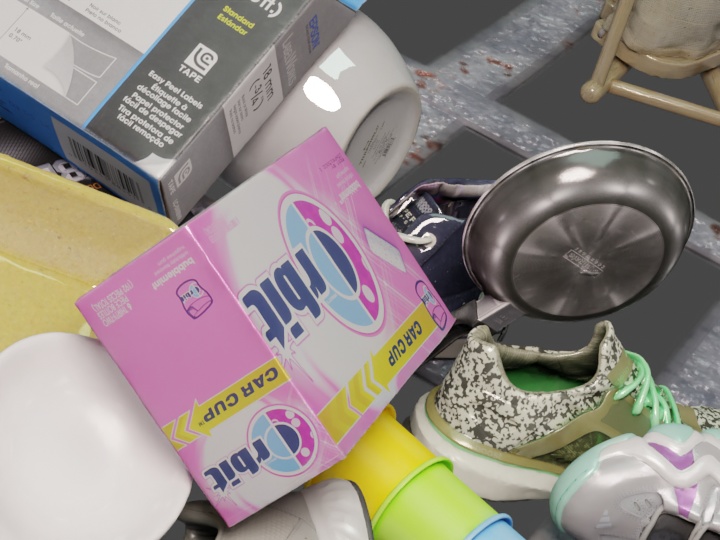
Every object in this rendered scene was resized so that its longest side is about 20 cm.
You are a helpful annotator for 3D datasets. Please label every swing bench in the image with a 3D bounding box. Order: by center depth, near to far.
[{"bbox_3d":[0.244,-0.222,1.389,0.129,0.200,0.200,18,33,0],"label":"swing bench"}]

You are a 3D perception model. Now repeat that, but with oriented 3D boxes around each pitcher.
[{"bbox_3d":[-0.057,-0.137,1.151,0.200,0.172,0.121,33,21,23],"label":"pitcher"}]

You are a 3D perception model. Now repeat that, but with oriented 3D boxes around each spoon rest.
[{"bbox_3d":[-0.127,0.108,0.808,0.099,0.061,0.201,30,53,-12],"label":"spoon rest"}]

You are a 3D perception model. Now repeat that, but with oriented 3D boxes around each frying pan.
[{"bbox_3d":[0.072,-0.001,0.990,0.189,0.115,0.031,-22,45,9],"label":"frying pan"}]

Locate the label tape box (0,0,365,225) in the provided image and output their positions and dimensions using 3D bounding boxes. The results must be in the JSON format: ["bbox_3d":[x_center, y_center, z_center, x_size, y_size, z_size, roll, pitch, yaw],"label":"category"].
[{"bbox_3d":[-0.095,-0.141,1.064,0.144,0.063,0.200,33,71,17],"label":"label tape box"}]

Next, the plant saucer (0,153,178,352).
[{"bbox_3d":[-0.188,0.038,0.883,0.199,0.048,0.201,21,55,-18],"label":"plant saucer"}]

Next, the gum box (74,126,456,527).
[{"bbox_3d":[-0.034,0.017,0.916,0.114,0.066,0.200,55,23,-4],"label":"gum box"}]

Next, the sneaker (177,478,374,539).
[{"bbox_3d":[-0.033,0.162,0.836,0.092,0.076,0.200,0,29,-13],"label":"sneaker"}]

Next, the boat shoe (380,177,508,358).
[{"bbox_3d":[0.000,0.000,1.051,0.199,0.093,0.075,-9,42,-35],"label":"boat shoe"}]

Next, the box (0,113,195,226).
[{"bbox_3d":[-0.202,-0.026,1.036,0.198,0.050,0.200,37,39,27],"label":"box"}]

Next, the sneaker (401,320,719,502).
[{"bbox_3d":[0.125,0.070,1.015,0.199,0.089,0.077,6,35,-19],"label":"sneaker"}]

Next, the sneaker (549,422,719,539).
[{"bbox_3d":[0.191,0.146,0.948,0.199,0.078,0.140,8,34,-14],"label":"sneaker"}]

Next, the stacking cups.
[{"bbox_3d":[0.065,0.142,0.920,0.200,0.061,0.060,39,39,22],"label":"stacking cups"}]
